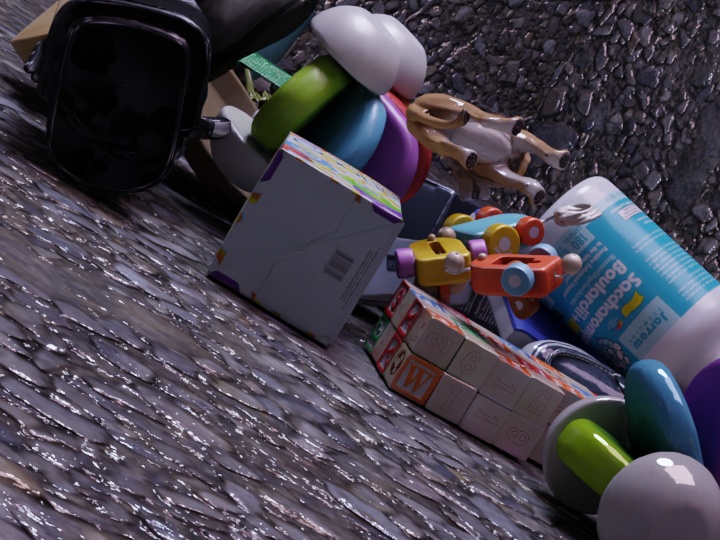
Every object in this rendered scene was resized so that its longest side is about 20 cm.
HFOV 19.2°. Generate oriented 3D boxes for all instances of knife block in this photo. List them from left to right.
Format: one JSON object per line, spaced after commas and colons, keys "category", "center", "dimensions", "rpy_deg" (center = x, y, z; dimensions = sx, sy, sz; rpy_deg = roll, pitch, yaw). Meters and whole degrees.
{"category": "knife block", "center": [-0.205, -0.202, 1.792], "dimensions": [0.175, 0.200, 0.064], "rpy_deg": [0, -51, 51]}

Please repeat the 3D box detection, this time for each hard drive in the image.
{"category": "hard drive", "center": [0.154, 0.037, 1.780], "dimensions": [0.132, 0.025, 0.200], "rpy_deg": [36, 19, -24]}

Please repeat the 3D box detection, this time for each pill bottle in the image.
{"category": "pill bottle", "center": [0.226, 0.026, 1.718], "dimensions": [0.200, 0.111, 0.111], "rpy_deg": [44, 9, 15]}

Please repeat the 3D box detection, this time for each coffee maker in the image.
{"category": "coffee maker", "center": [-0.175, -0.162, 1.574], "dimensions": [0.134, 0.193, 0.200], "rpy_deg": [-12, 9, -2]}

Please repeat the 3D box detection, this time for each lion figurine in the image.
{"category": "lion figurine", "center": [0.086, -0.107, 1.697], "dimensions": [0.122, 0.073, 0.200], "rpy_deg": [29, -5, 35]}

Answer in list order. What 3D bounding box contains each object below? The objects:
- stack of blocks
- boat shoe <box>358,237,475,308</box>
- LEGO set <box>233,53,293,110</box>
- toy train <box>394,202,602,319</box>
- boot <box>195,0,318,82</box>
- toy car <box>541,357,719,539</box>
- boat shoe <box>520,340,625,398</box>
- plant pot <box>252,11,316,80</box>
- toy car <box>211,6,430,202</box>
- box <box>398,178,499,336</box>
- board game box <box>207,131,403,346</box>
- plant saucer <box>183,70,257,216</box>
{"category": "stack of blocks", "center": [0.108, 0.092, 1.548], "dimensions": [0.200, 0.059, 0.115], "rpy_deg": [30, 6, -15]}
{"category": "boat shoe", "center": [0.000, 0.000, 1.749], "dimensions": [0.200, 0.074, 0.065], "rpy_deg": [18, -23, -29]}
{"category": "LEGO set", "center": [-0.101, -0.118, 2.105], "dimensions": [0.200, 0.116, 0.154], "rpy_deg": [29, 35, 4]}
{"category": "toy train", "center": [0.110, -0.002, 1.608], "dimensions": [0.150, 0.056, 0.200], "rpy_deg": [0, 15, 20]}
{"category": "boot", "center": [-0.126, -0.224, 1.700], "dimensions": [0.200, 0.068, 0.131], "rpy_deg": [-23, -84, 51]}
{"category": "toy car", "center": [0.227, 0.131, 1.398], "dimensions": [0.200, 0.150, 0.175], "rpy_deg": [30, 7, -18]}
{"category": "boat shoe", "center": [0.215, 0.113, 1.657], "dimensions": [0.200, 0.071, 0.091], "rpy_deg": [36, -26, -24]}
{"category": "plant pot", "center": [-0.195, -0.389, 3.337], "dimensions": [0.200, 0.161, 0.201], "rpy_deg": [31, 7, -4]}
{"category": "toy car", "center": [-0.013, -0.115, 1.768], "dimensions": [0.150, 0.175, 0.200], "rpy_deg": [50, 13, 9]}
{"category": "box", "center": [0.060, -0.025, 1.940], "dimensions": [0.148, 0.105, 0.200], "rpy_deg": [27, 2, 38]}
{"category": "board game box", "center": [-0.038, -0.028, 1.564], "dimensions": [0.103, 0.105, 0.200], "rpy_deg": [31, 6, -3]}
{"category": "plant saucer", "center": [-0.126, -0.125, 1.872], "dimensions": [0.200, 0.029, 0.200], "rpy_deg": [55, 17, -26]}
